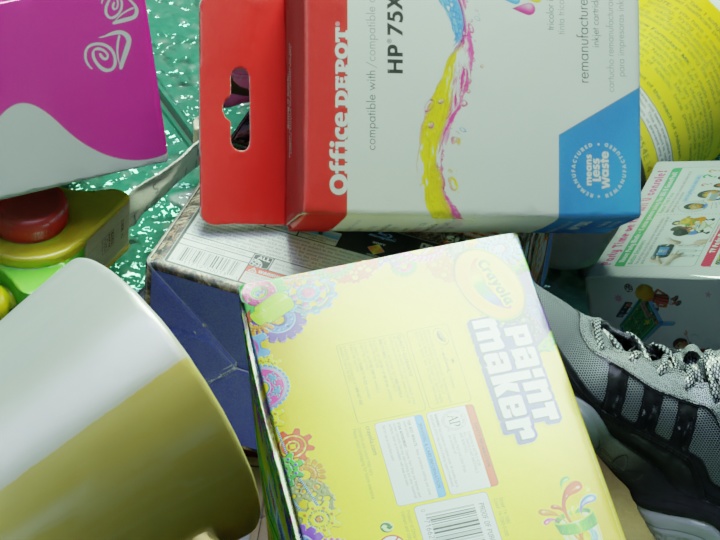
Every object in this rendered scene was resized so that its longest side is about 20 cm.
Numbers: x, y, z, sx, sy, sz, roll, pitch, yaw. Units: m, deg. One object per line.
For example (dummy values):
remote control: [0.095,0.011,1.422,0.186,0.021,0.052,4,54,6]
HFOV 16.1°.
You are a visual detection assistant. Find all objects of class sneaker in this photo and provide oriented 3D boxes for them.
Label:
sneaker: [0.143,0.046,1.151,0.200,0.114,0.076,45,18,-14]

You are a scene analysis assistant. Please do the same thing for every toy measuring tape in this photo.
toy measuring tape: [-0.154,-0.033,1.348,0.073,0.074,0.200,23,44,20]

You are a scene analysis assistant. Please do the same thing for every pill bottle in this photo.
pill bottle: [0.150,-0.095,1.414,0.114,0.115,0.200,29,46,25]

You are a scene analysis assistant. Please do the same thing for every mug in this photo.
mug: [-0.139,0.102,1.131,0.153,0.150,0.186,-33,34,-20]

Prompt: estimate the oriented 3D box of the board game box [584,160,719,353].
board game box: [0.226,0.000,1.253,0.199,0.065,0.148,2,25,22]

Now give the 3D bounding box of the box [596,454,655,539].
box: [0.097,0.174,1.161,0.200,0.021,0.163,-26,51,-34]

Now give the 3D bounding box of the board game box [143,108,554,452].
board game box: [0.000,0.000,1.267,0.159,0.097,0.200,16,38,11]

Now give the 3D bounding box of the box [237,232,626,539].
box: [0.031,0.129,1.037,0.121,0.193,0.200,-11,50,-7]

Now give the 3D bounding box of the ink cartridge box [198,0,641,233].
ink cartridge box: [0.026,-0.078,1.187,0.199,0.067,0.117,0,85,-9]

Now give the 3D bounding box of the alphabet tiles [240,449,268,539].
alphabet tiles: [-0.035,0.143,1.201,0.166,0.008,0.200,6,41,2]

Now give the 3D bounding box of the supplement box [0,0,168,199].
supplement box: [-0.185,-0.112,1.353,0.103,0.102,0.200,-13,18,-19]

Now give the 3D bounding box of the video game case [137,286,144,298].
video game case: [-0.016,0.039,1.309,0.199,0.019,0.143,22,40,21]

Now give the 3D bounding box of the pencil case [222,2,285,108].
pencil case: [0.022,-0.112,1.267,0.199,0.091,0.094,1,6,-7]
